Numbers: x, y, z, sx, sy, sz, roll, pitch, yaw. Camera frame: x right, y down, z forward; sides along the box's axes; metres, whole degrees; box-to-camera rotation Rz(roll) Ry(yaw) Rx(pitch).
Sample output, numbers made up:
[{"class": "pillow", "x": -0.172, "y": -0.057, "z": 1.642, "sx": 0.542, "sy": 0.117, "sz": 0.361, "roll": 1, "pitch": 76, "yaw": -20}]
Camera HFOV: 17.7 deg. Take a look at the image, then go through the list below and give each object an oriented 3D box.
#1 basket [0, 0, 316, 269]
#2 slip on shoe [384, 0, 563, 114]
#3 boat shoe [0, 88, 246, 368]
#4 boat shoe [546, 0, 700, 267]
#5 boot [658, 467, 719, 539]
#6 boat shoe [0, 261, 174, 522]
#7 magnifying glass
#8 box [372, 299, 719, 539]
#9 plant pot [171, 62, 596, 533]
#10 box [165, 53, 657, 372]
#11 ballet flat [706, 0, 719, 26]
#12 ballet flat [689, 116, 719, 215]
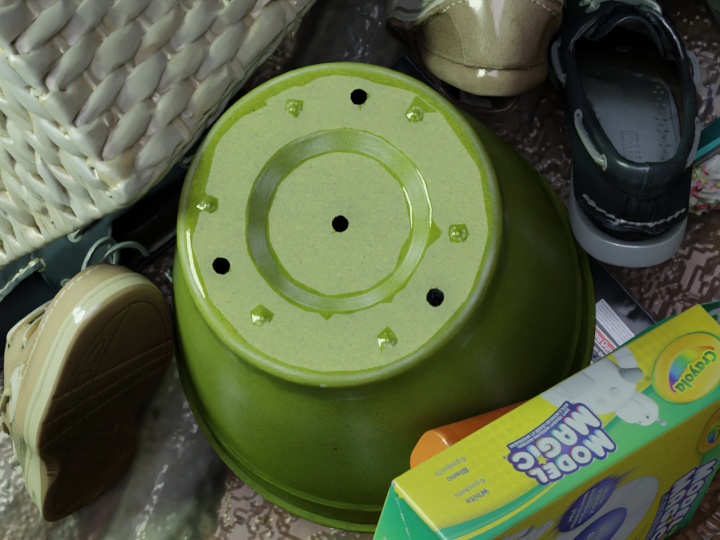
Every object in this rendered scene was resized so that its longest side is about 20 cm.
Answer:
[{"class": "basket", "x": -0.138, "y": -0.135, "z": 0.963, "sx": 0.199, "sy": 0.160, "sz": 0.200, "roll": 51, "pitch": 53, "yaw": -18}, {"class": "slip on shoe", "x": 0.053, "y": -0.101, "z": 1.048, "sx": 0.075, "sy": 0.200, "sz": 0.061, "roll": 3, "pitch": 89, "yaw": -8}, {"class": "boat shoe", "x": -0.123, "y": -0.014, "z": 1.114, "sx": 0.200, "sy": 0.075, "sz": 0.062, "roll": -41, "pitch": 66, "yaw": -12}, {"class": "boat shoe", "x": 0.123, "y": -0.092, "z": 1.063, "sx": 0.075, "sy": 0.061, "sz": 0.201, "roll": -2, "pitch": 47, "yaw": -6}, {"class": "boot", "x": 0.093, "y": 0.155, "z": 1.056, "sx": 0.199, "sy": 0.108, "sz": 0.075, "roll": -21, "pitch": 50, "yaw": -23}, {"class": "boat shoe", "x": -0.135, "y": 0.047, "z": 1.040, "sx": 0.071, "sy": 0.200, "sz": 0.065, "roll": -28, "pitch": 71, "yaw": -28}, {"class": "magnifying glass", "x": 0.092, "y": 0.062, "z": 0.994, "sx": 0.022, "sy": 0.199, "sz": 0.080, "roll": 46, "pitch": 124, "yaw": 27}, {"class": "box", "x": 0.089, "y": 0.092, "z": 0.961, "sx": 0.199, "sy": 0.118, "sz": 0.048, "roll": -29, "pitch": 62, "yaw": -32}, {"class": "plant pot", "x": 0.000, "y": 0.000, "z": 0.984, "sx": 0.198, "sy": 0.193, "sz": 0.202, "roll": -1, "pitch": 77, "yaw": 6}, {"class": "box", "x": 0.029, "y": 0.023, "z": 1.099, "sx": 0.160, "sy": 0.049, "sz": 0.200, "roll": -42, "pitch": 77, "yaw": -6}, {"class": "ballet flat", "x": 0.177, "y": -0.208, "z": 1.118, "sx": 0.067, "sy": 0.064, "sz": 0.202, "roll": -13, "pitch": 77, "yaw": -25}, {"class": "ballet flat", "x": 0.223, "y": -0.079, "z": 1.088, "sx": 0.200, "sy": 0.076, "sz": 0.064, "roll": -40, "pitch": 93, "yaw": 1}]
